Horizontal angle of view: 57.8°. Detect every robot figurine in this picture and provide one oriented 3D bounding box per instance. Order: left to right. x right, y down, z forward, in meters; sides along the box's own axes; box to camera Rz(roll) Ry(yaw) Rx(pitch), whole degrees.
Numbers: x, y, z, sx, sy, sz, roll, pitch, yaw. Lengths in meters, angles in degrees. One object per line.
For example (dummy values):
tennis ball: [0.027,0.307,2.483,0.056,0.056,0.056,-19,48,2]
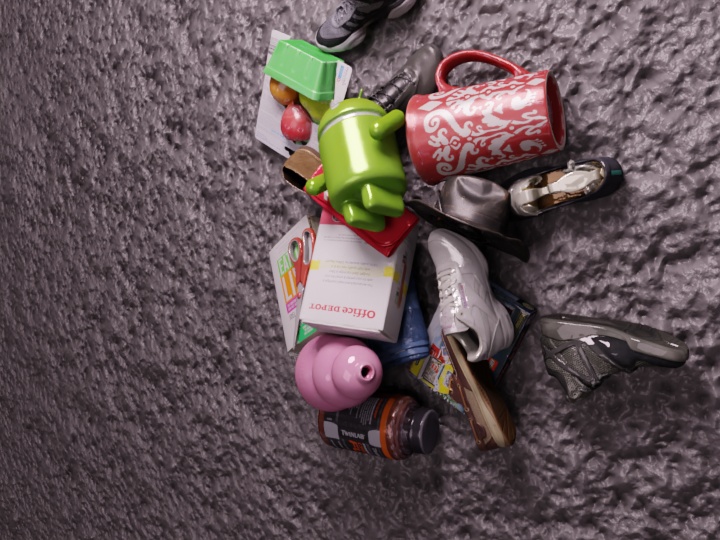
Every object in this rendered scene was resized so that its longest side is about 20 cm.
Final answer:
robot figurine: [0.001,-0.159,0.945,0.175,0.114,0.203,-35,58,43]

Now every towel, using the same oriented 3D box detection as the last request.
towel: [0.046,0.056,1.071,0.111,0.048,0.204,-23,70,33]

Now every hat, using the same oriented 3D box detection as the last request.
hat: [0.165,-0.087,0.930,0.199,0.200,0.082,25,89,29]

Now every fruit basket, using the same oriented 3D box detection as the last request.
fruit basket: [-0.102,-0.289,1.140,0.184,0.093,0.203,33,129,26]

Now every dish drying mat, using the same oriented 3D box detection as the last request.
dish drying mat: [-0.004,-0.103,1.001,0.199,0.018,0.077,39,88,30]

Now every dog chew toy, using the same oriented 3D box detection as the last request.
dog chew toy: [-0.028,0.160,1.022,0.199,0.123,0.127,-20,85,67]

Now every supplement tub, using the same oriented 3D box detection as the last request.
supplement tub: [0.031,0.257,1.101,0.197,0.106,0.109,1,97,34]

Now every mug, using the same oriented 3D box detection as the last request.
mug: [0.174,-0.224,0.919,0.197,0.133,0.181,-6,105,31]

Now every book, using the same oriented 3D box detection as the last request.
book: [-0.098,0.025,1.153,0.133,0.048,0.203,-36,57,35]

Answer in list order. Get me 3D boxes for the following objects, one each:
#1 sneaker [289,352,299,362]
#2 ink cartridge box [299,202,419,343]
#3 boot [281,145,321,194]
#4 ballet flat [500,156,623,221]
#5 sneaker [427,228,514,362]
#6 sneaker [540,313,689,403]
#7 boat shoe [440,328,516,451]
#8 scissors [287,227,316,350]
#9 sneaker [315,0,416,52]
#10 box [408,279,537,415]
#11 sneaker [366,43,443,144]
sneaker: [-0.070,0.093,1.170,0.107,0.067,0.205,26,113,26]
ink cartridge box: [0.000,0.000,1.020,0.143,0.083,0.204,6,74,24]
boot: [-0.044,-0.130,1.095,0.198,0.076,0.074,32,129,8]
ballet flat: [0.263,-0.115,0.914,0.197,0.073,0.074,-13,90,35]
sneaker: [0.146,0.035,0.935,0.075,0.099,0.202,-33,85,55]
sneaker: [0.341,0.128,0.893,0.197,0.076,0.117,5,101,36]
boat shoe: [0.160,0.175,0.979,0.071,0.072,0.203,-28,87,32]
scissors: [-0.098,0.029,1.111,0.072,0.014,0.204,-15,71,42]
sneaker: [-0.015,-0.424,1.022,0.198,0.113,0.077,-19,66,32]
box: [0.172,0.114,1.026,0.136,0.037,0.203,33,114,26]
sneaker: [0.056,-0.264,1.017,0.076,0.090,0.201,50,119,28]
